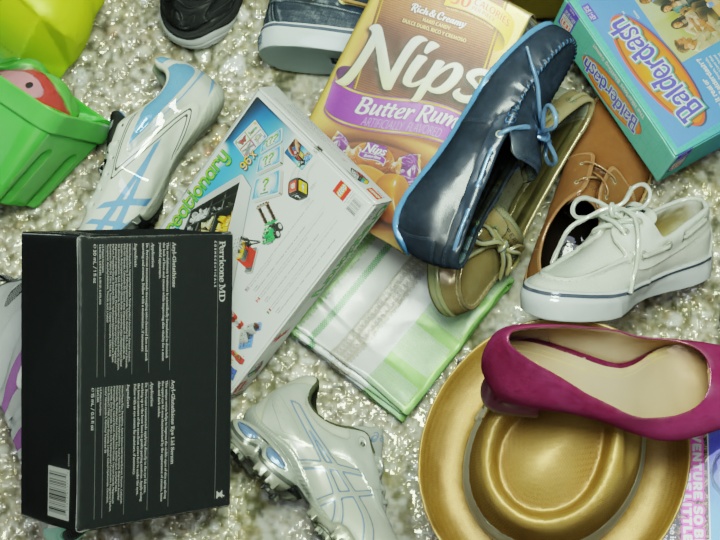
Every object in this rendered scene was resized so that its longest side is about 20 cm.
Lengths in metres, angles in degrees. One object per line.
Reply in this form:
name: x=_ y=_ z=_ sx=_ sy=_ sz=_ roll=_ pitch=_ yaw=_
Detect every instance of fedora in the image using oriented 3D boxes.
fedora: x=0.133 y=0.121 z=1.134 sx=0.198 sy=0.082 sz=0.203 roll=-1 pitch=74 yaw=2

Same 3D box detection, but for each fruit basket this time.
fruit basket: x=-0.279 y=-0.176 z=1.314 sx=0.213 sy=0.155 sz=0.219 roll=0 pitch=89 yaw=12

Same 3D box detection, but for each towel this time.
towel: x=0.000 y=0.000 z=1.303 sx=0.199 sy=0.031 sz=0.150 roll=37 pitch=80 yaw=11

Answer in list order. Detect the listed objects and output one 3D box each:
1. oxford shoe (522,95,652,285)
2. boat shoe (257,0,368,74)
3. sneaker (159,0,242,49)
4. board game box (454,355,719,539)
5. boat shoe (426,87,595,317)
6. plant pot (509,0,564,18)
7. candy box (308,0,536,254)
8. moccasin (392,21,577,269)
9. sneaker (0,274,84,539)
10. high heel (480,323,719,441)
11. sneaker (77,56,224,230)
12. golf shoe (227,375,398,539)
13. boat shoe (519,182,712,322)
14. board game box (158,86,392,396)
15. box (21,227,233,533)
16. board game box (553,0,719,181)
oxford shoe: x=0.183 y=-0.062 z=1.291 sx=0.071 sy=0.071 sz=0.202 roll=19 pitch=75 yaw=10
boat shoe: x=0.020 y=-0.202 z=1.336 sx=0.198 sy=0.071 sz=0.092 roll=8 pitch=75 yaw=5
sneaker: x=-0.106 y=-0.283 z=1.342 sx=0.075 sy=0.114 sz=0.202 roll=21 pitch=77 yaw=8
board game box: x=0.166 y=0.152 z=1.218 sx=0.197 sy=0.097 sz=0.162 roll=2 pitch=75 yaw=3
boat shoe: x=0.113 y=-0.054 z=1.268 sx=0.063 sy=0.073 sz=0.202 roll=12 pitch=62 yaw=37
plant pot: x=0.114 y=-0.308 z=1.305 sx=0.199 sy=0.194 sz=0.197 roll=31 pitch=77 yaw=1
candy box: x=0.035 y=-0.128 z=1.265 sx=0.116 sy=0.056 sz=0.202 roll=28 pitch=97 yaw=8
moccasin: x=0.104 y=-0.084 z=1.213 sx=0.068 sy=0.080 sz=0.201 roll=31 pitch=85 yaw=28
sneaker: x=-0.255 y=0.100 z=1.273 sx=0.138 sy=0.078 sz=0.203 roll=4 pitch=88 yaw=25
high heel: x=0.174 y=0.065 z=1.058 sx=0.197 sy=0.096 sz=0.068 roll=-4 pitch=68 yaw=-5
sneaker: x=-0.180 y=-0.075 z=1.310 sx=0.072 sy=0.072 sz=0.201 roll=29 pitch=74 yaw=4
golf shoe: x=-0.005 y=0.160 z=1.239 sx=0.097 sy=0.078 sz=0.200 roll=-42 pitch=78 yaw=-15
boat shoe: x=0.192 y=-0.022 z=1.221 sx=0.200 sy=0.074 sz=0.087 roll=-14 pitch=114 yaw=-39
board game box: x=-0.082 y=-0.020 z=1.258 sx=0.126 sy=0.035 sz=0.201 roll=45 pitch=114 yaw=13
box: x=-0.166 y=0.073 z=1.200 sx=0.078 sy=0.140 sz=0.203 roll=5 pitch=95 yaw=47
board game box: x=0.271 y=-0.179 z=1.308 sx=0.198 sy=0.045 sz=0.153 roll=-26 pitch=75 yaw=-20
